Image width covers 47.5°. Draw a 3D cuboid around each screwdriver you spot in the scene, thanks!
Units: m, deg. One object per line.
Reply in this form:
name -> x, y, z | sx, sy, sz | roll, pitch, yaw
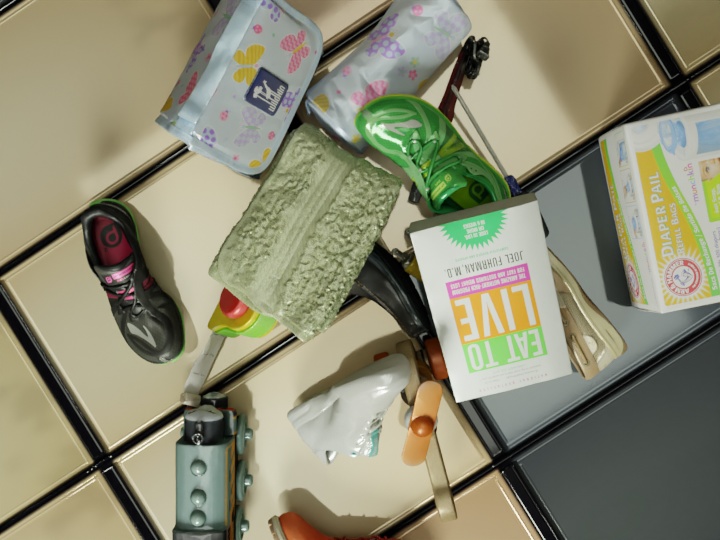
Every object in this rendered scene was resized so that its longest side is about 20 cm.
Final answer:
screwdriver -> 0.153, -0.117, 0.903 | 0.028, 0.029, 0.201 | -32, 106, 5

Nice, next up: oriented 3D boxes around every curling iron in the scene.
curling iron -> 0.094, -0.171, 0.915 | 0.025, 0.050, 0.202 | 23, 93, -14

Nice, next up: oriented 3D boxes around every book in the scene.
book -> 0.140, 0.030, 0.863 | 0.132, 0.048, 0.202 | -14, 111, 11

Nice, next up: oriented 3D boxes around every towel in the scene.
towel -> -0.057, -0.042, 0.865 | 0.147, 0.036, 0.201 | 31, 86, 7

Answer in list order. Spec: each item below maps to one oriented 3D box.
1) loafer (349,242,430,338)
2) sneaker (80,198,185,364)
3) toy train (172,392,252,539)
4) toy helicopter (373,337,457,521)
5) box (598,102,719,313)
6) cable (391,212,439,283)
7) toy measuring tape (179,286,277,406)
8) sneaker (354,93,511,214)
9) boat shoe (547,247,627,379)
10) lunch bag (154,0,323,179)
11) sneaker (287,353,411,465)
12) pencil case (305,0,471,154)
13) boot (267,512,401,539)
loafer -> 0.000, 0.000, 0.914 | 0.072, 0.073, 0.201 | -40, 80, 11
sneaker -> -0.262, 0.016, 0.910 | 0.076, 0.084, 0.202 | -28, 90, 3
toy train -> -0.165, 0.239, 0.897 | 0.084, 0.114, 0.203 | 2, 92, 1
toy helicopter -> 0.073, 0.174, 0.880 | 0.078, 0.132, 0.202 | -15, 91, 2
box -> 0.340, -0.063, 0.881 | 0.111, 0.101, 0.203 | -12, 91, 2
cable -> 0.128, 0.021, 0.931 | 0.097, 0.050, 0.201 | -41, 102, -10
toy measuring tape -> -0.138, 0.073, 0.913 | 0.073, 0.074, 0.202 | 27, 94, 1
sneaker -> 0.082, -0.112, 0.857 | 0.199, 0.084, 0.074 | 34, 118, -14
boat shoe -> 0.209, 0.032, 0.903 | 0.064, 0.071, 0.200 | -41, 91, 1
lunch bag -> -0.120, -0.190, 0.843 | 0.126, 0.200, 0.171 | 28, 91, 1
sneaker -> 0.002, 0.154, 0.868 | 0.075, 0.200, 0.089 | -23, 81, -40
pencil case -> 0.030, -0.226, 0.895 | 0.091, 0.083, 0.200 | 40, 93, -21
boot -> -0.011, 0.323, 0.921 | 0.200, 0.075, 0.107 | 43, 89, -8
